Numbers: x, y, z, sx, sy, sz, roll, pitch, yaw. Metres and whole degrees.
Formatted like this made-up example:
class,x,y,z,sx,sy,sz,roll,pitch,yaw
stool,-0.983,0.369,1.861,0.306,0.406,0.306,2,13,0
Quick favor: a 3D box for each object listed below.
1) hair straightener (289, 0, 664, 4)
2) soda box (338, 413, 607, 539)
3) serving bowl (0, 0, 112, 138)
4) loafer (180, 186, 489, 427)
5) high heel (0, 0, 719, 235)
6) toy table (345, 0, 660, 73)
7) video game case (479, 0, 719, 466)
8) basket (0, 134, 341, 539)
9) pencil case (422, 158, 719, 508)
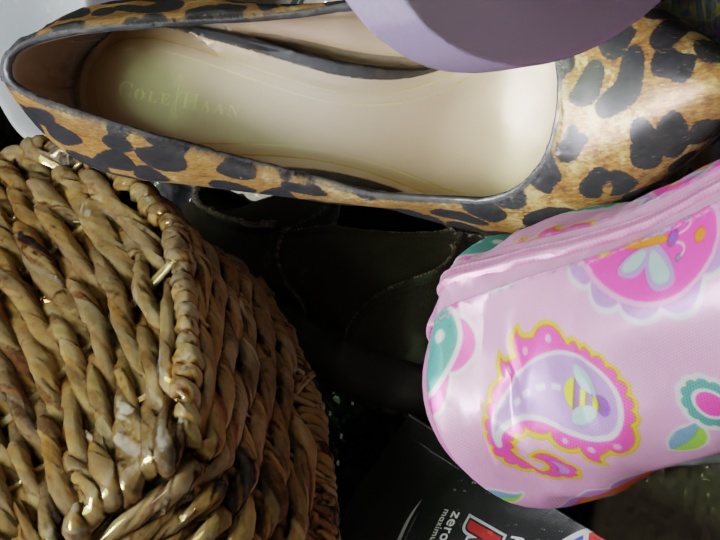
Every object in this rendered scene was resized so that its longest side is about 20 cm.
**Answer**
class,x,y,z,sx,sy,sz,roll,pitch,yaw
hair straightener,0.039,-0.098,0.941,0.200,0.041,0.077,-22,39,51
soda box,0.078,0.121,0.844,0.200,0.071,0.063,31,82,35
serving bowl,-0.097,-0.148,1.071,0.200,0.066,0.201,172,90,-71
loafer,0.000,0.000,0.976,0.200,0.073,0.072,26,93,56
high heel,0.001,-0.049,0.842,0.200,0.142,0.072,-1,86,45
toy table,0.086,-0.135,0.764,0.117,0.184,0.200,-4,46,45
video game case,0.104,-0.015,0.879,0.200,0.018,0.144,-9,86,52
basket,-0.068,0.068,0.909,0.143,0.149,0.200,-40,32,4
pencil case,0.105,0.001,0.786,0.200,0.087,0.088,-25,74,45
